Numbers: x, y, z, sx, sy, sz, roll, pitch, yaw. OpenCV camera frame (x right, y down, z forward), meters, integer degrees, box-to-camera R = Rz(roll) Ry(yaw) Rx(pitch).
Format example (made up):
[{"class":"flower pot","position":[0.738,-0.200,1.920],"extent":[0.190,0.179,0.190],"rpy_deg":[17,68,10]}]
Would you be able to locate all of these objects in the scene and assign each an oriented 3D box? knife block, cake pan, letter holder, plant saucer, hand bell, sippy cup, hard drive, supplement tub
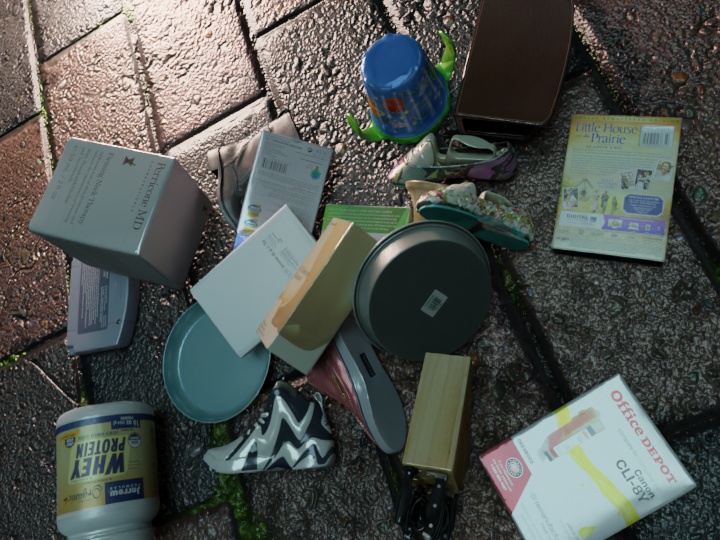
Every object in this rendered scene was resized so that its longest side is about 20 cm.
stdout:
[{"class":"knife block","position":[0.090,0.219,0.726],"extent":[0.063,0.175,0.204],"rpy_deg":[3,97,20]},{"class":"cake pan","position":[0.088,0.035,0.789],"extent":[0.200,0.201,0.037],"rpy_deg":[-41,27,4]},{"class":"letter holder","position":[0.231,-0.287,0.874],"extent":[0.140,0.101,0.204],"rpy_deg":[10,79,20]},{"class":"plant saucer","position":[-0.227,0.140,0.956],"extent":[0.197,0.027,0.204],"rpy_deg":[-6,72,19]},{"class":"hand bell","position":[0.096,-0.019,0.867],"extent":[0.102,0.104,0.204],"rpy_deg":[11,92,22]},{"class":"sippy cup","position":[0.063,-0.286,0.917],"extent":[0.137,0.130,0.181],"rpy_deg":[13,79,22]},{"class":"hard drive","position":[-0.145,0.017,0.906],"extent":[0.199,0.027,0.132],"rpy_deg":[-40,85,5]},{"class":"supplement tub","position":[-0.379,0.312,0.897],"extent":[0.142,0.144,0.203],"rpy_deg":[-17,70,14]}]

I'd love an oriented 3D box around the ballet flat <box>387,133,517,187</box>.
[{"class":"ballet flat","position":[0.132,-0.168,0.887],"extent":[0.196,0.072,0.070],"rpy_deg":[1,46,20]}]

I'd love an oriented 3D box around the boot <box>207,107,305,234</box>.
[{"class":"boot","position":[-0.157,-0.161,0.999],"extent":[0.172,0.069,0.203],"rpy_deg":[-21,76,4]}]

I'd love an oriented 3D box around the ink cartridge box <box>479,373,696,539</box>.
[{"class":"ink cartridge box","position":[0.266,0.238,0.717],"extent":[0.198,0.083,0.146],"rpy_deg":[-33,66,8]}]

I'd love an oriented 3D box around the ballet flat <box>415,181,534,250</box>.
[{"class":"ballet flat","position":[0.156,-0.081,0.807],"extent":[0.075,0.197,0.065],"rpy_deg":[-20,59,54]}]

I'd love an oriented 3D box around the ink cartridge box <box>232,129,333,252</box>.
[{"class":"ink cartridge box","position":[-0.124,-0.109,0.952],"extent":[0.117,0.042,0.204],"rpy_deg":[14,83,-5]}]

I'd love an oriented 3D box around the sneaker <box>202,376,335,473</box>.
[{"class":"sneaker","position":[-0.134,0.224,0.870],"extent":[0.196,0.079,0.132],"rpy_deg":[-10,70,17]}]

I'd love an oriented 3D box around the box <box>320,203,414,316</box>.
[{"class":"box","position":[0.000,0.000,0.911],"extent":[0.142,0.036,0.204],"rpy_deg":[5,78,21]}]

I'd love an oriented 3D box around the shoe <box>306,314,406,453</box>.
[{"class":"shoe","position":[-0.011,0.169,0.851],"extent":[0.090,0.071,0.203],"rpy_deg":[-31,81,37]}]

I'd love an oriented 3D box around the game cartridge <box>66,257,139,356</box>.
[{"class":"game cartridge","position":[-0.457,0.044,1.064],"extent":[0.131,0.041,0.204],"rpy_deg":[-12,71,20]}]

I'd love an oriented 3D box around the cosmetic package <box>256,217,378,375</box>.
[{"class":"cosmetic package","position":[-0.055,0.031,0.824],"extent":[0.071,0.105,0.202],"rpy_deg":[36,85,-20]}]

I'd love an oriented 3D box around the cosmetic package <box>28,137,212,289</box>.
[{"class":"cosmetic package","position":[-0.382,-0.090,0.980],"extent":[0.196,0.167,0.170],"rpy_deg":[12,72,12]}]

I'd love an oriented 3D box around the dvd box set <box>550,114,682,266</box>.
[{"class":"dvd box set","position":[0.349,-0.114,0.817],"extent":[0.144,0.029,0.204],"rpy_deg":[7,78,22]}]
